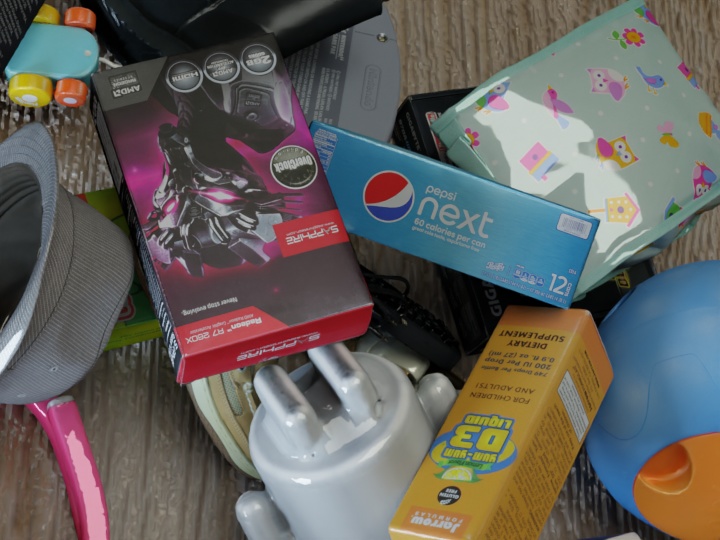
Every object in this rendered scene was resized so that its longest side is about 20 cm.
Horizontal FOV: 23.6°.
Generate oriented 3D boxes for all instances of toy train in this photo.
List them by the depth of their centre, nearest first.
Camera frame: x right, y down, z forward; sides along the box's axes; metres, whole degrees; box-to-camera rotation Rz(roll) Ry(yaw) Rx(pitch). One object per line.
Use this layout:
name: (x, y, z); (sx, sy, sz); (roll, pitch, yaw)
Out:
toy train: (-0.245, -0.096, 1.190); (0.200, 0.056, 0.150); (-33, 79, -20)

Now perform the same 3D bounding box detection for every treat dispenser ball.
treat dispenser ball: (0.253, 0.092, 1.210); (0.200, 0.201, 0.201); (8, 65, -17)

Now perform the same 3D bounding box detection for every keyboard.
keyboard: (0.000, 0.000, 1.159); (0.200, 0.040, 0.104); (33, 17, -25)

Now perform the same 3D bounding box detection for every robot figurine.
robot figurine: (0.000, 0.133, 1.121); (0.169, 0.200, 0.113); (-29, 38, -6)

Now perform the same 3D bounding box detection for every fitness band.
fitness band: (-0.238, 0.148, 1.099); (0.143, 0.037, 0.200); (-11, 71, -24)

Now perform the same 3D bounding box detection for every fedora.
fedora: (-0.206, 0.014, 1.068); (0.090, 0.200, 0.177); (23, 33, -36)

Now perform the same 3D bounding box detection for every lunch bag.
lunch bag: (0.162, -0.078, 1.244); (0.200, 0.122, 0.171); (-31, 82, -34)

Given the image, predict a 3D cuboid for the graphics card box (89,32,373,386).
graphics card box: (-0.083, -0.042, 1.070); (0.125, 0.051, 0.200); (-15, 70, -15)

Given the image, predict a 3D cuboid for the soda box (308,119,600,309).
soda box: (0.054, -0.038, 1.141); (0.199, 0.068, 0.064); (20, 95, 4)

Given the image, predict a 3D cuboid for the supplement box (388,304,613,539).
supplement box: (0.093, 0.114, 1.099); (0.200, 0.066, 0.069); (-60, 139, -35)

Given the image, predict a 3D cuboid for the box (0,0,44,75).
box: (-0.322, -0.210, 1.136); (0.199, 0.124, 0.197); (15, 62, 16)

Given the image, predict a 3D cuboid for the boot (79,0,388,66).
boot: (-0.095, -0.198, 1.229); (0.168, 0.077, 0.200); (-35, 47, -17)

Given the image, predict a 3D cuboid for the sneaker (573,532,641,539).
sneaker: (0.116, 0.262, 1.165); (0.199, 0.080, 0.115); (-23, 91, -34)

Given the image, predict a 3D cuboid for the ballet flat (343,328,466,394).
ballet flat: (0.050, 0.086, 1.215); (0.200, 0.065, 0.071); (37, 64, -1)

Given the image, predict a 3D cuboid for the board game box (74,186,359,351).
board game box: (-0.110, -0.016, 1.211); (0.199, 0.048, 0.102); (-13, 72, -24)

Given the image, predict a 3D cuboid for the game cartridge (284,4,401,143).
game cartridge: (-0.038, -0.131, 1.258); (0.133, 0.041, 0.200); (10, 47, -1)

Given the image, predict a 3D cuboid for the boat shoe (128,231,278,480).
boat shoe: (-0.079, 0.048, 1.132); (0.072, 0.076, 0.200); (-82, 151, -62)

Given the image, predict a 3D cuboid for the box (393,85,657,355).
box: (0.127, -0.046, 1.312); (0.159, 0.046, 0.201); (-9, 72, -24)
